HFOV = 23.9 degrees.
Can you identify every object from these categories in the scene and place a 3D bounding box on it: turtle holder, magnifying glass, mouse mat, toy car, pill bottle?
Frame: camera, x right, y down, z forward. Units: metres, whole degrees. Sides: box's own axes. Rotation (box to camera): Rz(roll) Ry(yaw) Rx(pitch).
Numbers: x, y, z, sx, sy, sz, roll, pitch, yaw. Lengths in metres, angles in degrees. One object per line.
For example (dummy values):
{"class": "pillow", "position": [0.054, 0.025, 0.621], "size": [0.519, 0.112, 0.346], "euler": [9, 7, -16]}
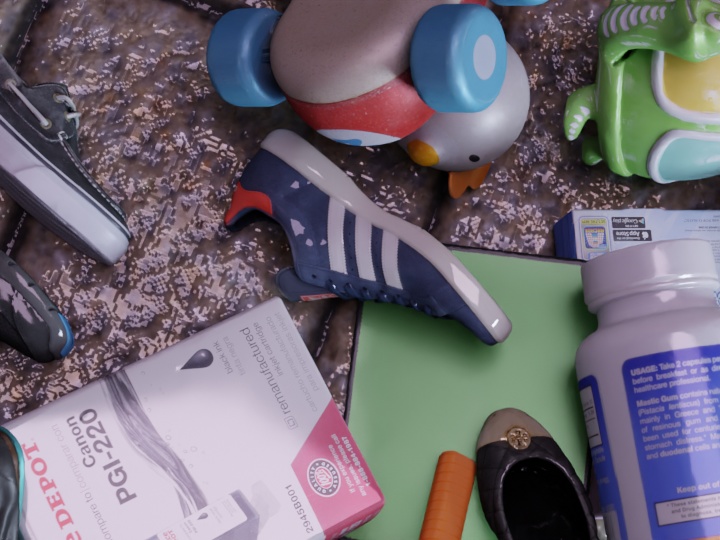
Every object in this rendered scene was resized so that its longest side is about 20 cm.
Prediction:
{"class": "turtle holder", "position": [0.210, -0.137, 1.088], "size": [0.131, 0.186, 0.141], "euler": [10, 52, 19]}
{"class": "magnifying glass", "position": [0.039, 0.189, 0.988], "size": [0.079, 0.022, 0.200], "euler": [28, 44, -11]}
{"class": "mouse mat", "position": [0.070, 0.083, 1.077], "size": [0.160, 0.008, 0.201], "euler": [7, 78, 3]}
{"class": "toy car", "position": [0.043, -0.113, 1.062], "size": [0.177, 0.184, 0.200], "euler": [-60, 137, -30]}
{"class": "pill bottle", "position": [0.192, 0.087, 1.028], "size": [0.112, 0.112, 0.201], "euler": [-6, 78, -15]}

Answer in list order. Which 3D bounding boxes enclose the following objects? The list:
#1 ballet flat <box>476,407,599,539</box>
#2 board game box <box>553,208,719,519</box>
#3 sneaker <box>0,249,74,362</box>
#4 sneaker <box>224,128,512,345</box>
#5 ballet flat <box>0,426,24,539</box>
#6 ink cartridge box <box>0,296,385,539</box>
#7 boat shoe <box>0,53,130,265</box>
{"class": "ballet flat", "position": [0.116, 0.161, 1.002], "size": [0.066, 0.057, 0.201], "euler": [-11, 53, -9]}
{"class": "board game box", "position": [0.235, 0.060, 1.126], "size": [0.199, 0.043, 0.200], "euler": [0, 75, -13]}
{"class": "sneaker", "position": [-0.262, 0.007, 1.010], "size": [0.200, 0.073, 0.082], "euler": [32, 74, 7]}
{"class": "sneaker", "position": [0.000, 0.000, 1.064], "size": [0.200, 0.075, 0.085], "euler": [37, 87, 17]}
{"class": "ballet flat", "position": [-0.220, 0.179, 0.935], "size": [0.068, 0.068, 0.201], "euler": [-19, 116, -42]}
{"class": "ink cartridge box", "position": [-0.108, 0.125, 1.003], "size": [0.199, 0.085, 0.146], "euler": [-26, 80, -16]}
{"class": "boat shoe", "position": [-0.205, -0.091, 1.041], "size": [0.200, 0.072, 0.071], "euler": [45, 75, 2]}
